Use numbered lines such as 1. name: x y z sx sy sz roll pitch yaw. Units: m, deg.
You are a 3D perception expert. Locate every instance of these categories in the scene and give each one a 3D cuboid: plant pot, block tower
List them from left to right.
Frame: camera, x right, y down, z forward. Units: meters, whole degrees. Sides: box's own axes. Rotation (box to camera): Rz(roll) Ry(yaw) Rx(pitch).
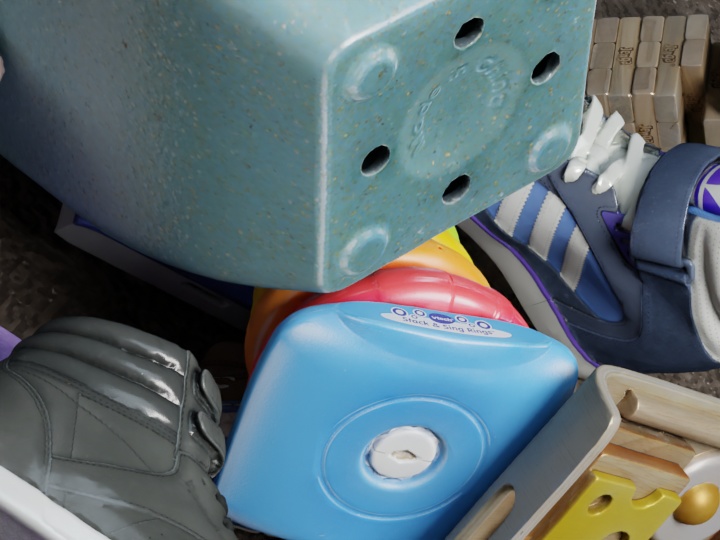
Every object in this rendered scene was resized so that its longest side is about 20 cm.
1. plant pot: -0.026 -0.109 0.856 0.195 0.197 0.200 -28 55 -24
2. block tower: 0.156 -0.080 1.118 0.199 0.054 0.058 1 49 15

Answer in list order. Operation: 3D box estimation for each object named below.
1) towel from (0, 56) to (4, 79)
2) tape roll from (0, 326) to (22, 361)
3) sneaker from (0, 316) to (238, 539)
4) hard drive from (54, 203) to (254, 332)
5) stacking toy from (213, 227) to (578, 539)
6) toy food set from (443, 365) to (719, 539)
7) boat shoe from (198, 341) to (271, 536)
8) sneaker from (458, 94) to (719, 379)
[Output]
1. towel: -0.232 -0.012 0.807 0.190 0.032 0.200 8 54 8
2. tape roll: -0.170 0.103 0.834 0.200 0.066 0.201 17 51 -22
3. sneaker: -0.052 0.088 0.828 0.200 0.071 0.099 36 51 -2
4. hard drive: -0.042 -0.079 1.023 0.132 0.025 0.201 28 62 -31
5. stacking toy: 0.000 0.000 0.933 0.116 0.110 0.200 9 38 -19
6. toy food set: 0.105 0.119 0.919 0.200 0.144 0.060 18 28 -46
7. boat shoe: 0.024 0.077 0.978 0.200 0.072 0.073 22 48 -20
8. sneaker: 0.110 -0.045 1.035 0.200 0.146 0.081 56 47 -16
